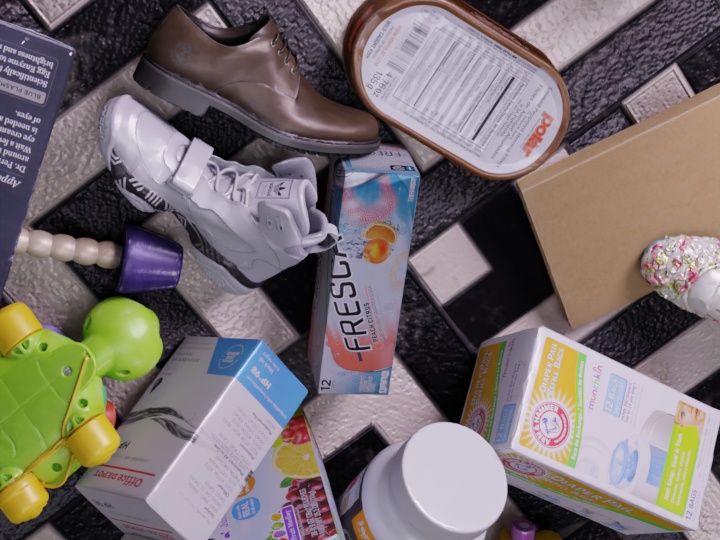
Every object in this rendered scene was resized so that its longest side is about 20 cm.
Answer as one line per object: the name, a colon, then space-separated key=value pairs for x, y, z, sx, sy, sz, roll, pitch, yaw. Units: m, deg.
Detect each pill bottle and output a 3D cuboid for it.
pill bottle: x=0.038 y=0.212 z=1.305 sx=0.115 sy=0.118 sz=0.200 roll=13 pitch=145 yaw=-17

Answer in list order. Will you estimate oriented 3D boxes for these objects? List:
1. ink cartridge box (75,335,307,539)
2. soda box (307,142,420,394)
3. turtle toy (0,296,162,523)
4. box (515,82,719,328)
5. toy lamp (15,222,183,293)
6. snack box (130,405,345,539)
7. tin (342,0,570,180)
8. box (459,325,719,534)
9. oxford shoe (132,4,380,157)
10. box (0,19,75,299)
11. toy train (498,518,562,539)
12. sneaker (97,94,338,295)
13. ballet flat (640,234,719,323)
ink cartridge box: x=-0.144 y=0.149 z=1.232 sx=0.067 sy=0.115 sz=0.201 roll=49 pitch=61 yaw=-27
soda box: x=0.000 y=0.000 z=1.269 sx=0.063 sy=0.069 sz=0.202 roll=1 pitch=115 yaw=-12
turtle toy: x=-0.245 y=0.096 z=1.244 sx=0.199 sy=0.101 sz=0.146 roll=-37 pitch=87 yaw=8
box: x=0.242 y=-0.053 z=1.306 sx=0.198 sy=0.021 sz=0.164 roll=-25 pitch=127 yaw=1
toy lamp: x=-0.238 y=-0.017 z=1.221 sx=0.197 sy=0.058 sz=0.059 roll=7 pitch=113 yaw=-14
snack box: x=-0.102 y=0.212 z=1.275 sx=0.167 sy=0.200 sz=0.068 roll=-21 pitch=117 yaw=0
tin: x=0.078 y=-0.147 z=1.237 sx=0.199 sy=0.042 sz=0.112 roll=28 pitch=111 yaw=-22
box: x=0.193 y=0.140 z=1.332 sx=0.198 sy=0.101 sz=0.114 roll=26 pitch=69 yaw=-20
oxford shoe: x=-0.066 y=-0.145 z=1.189 sx=0.198 sy=0.073 sz=0.085 roll=21 pitch=106 yaw=-20
box: x=-0.292 y=-0.070 z=1.075 sx=0.116 sy=0.196 sz=0.202 roll=18 pitch=87 yaw=-20
toy train: x=0.149 y=0.301 z=1.452 sx=0.198 sy=0.056 sz=0.151 roll=27 pitch=108 yaw=-18
sneaker: x=-0.104 y=-0.069 z=1.192 sx=0.114 sy=0.076 sz=0.200 roll=-18 pitch=127 yaw=32
ballet flat: x=0.329 y=0.023 z=1.334 sx=0.198 sy=0.064 sz=0.076 roll=18 pitch=117 yaw=-28
